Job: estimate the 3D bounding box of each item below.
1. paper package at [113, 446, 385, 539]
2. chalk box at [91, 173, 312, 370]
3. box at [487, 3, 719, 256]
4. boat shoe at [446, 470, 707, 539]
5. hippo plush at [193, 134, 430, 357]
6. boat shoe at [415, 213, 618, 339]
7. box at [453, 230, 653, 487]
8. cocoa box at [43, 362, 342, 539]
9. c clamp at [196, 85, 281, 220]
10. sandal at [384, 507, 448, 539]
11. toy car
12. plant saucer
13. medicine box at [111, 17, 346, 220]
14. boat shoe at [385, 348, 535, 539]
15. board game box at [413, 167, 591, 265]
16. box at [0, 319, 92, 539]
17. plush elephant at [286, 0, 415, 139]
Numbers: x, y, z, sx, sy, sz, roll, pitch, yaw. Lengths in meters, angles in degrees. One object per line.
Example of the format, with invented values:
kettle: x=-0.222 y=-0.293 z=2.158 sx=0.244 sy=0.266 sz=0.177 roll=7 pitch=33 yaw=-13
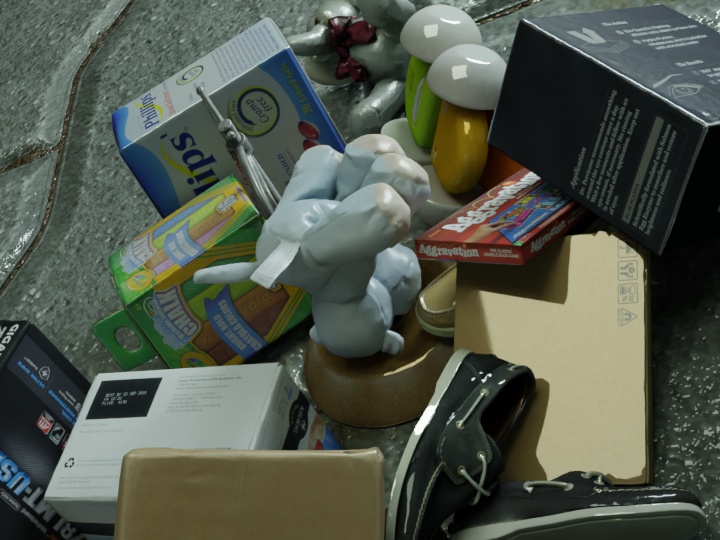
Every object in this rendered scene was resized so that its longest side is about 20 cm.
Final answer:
paper package: x=-0.078 y=0.223 z=0.883 sx=0.187 sy=0.103 sz=0.203 roll=1 pitch=82 yaw=-3
chalk box: x=-0.163 y=0.026 z=1.235 sx=0.199 sy=0.125 sz=0.124 roll=-35 pitch=29 yaw=-3
box: x=0.247 y=-0.125 z=1.049 sx=0.195 sy=0.119 sz=0.200 roll=-14 pitch=40 yaw=-39
boat shoe: x=0.155 y=0.178 z=0.939 sx=0.198 sy=0.074 sz=0.061 roll=-18 pitch=46 yaw=30
hippo plush: x=0.000 y=0.000 z=1.084 sx=0.158 sy=0.162 sz=0.201 roll=1 pitch=43 yaw=41
boat shoe: x=0.134 y=-0.012 z=1.102 sx=0.198 sy=0.077 sz=0.072 roll=-28 pitch=53 yaw=-10
box: x=0.150 y=0.071 z=1.014 sx=0.161 sy=0.021 sz=0.203 roll=-5 pitch=72 yaw=25
cocoa box: x=-0.138 y=0.172 z=1.081 sx=0.197 sy=0.132 sz=0.135 roll=-5 pitch=47 yaw=28
c clamp: x=-0.082 y=-0.067 z=1.225 sx=0.027 sy=0.201 sz=0.172 roll=-31 pitch=44 yaw=1
sandal: x=0.041 y=0.261 z=0.939 sx=0.054 sy=0.081 sz=0.202 roll=-38 pitch=43 yaw=27
toy car: x=0.112 y=-0.151 z=1.243 sx=0.148 sy=0.177 sz=0.201 roll=-2 pitch=36 yaw=-18
plant saucer: x=0.030 y=0.051 z=1.168 sx=0.198 sy=0.036 sz=0.202 roll=-17 pitch=43 yaw=17
medicine box: x=-0.125 y=-0.123 z=1.316 sx=0.198 sy=0.183 sz=0.103 roll=-31 pitch=31 yaw=1
boat shoe: x=0.071 y=0.141 z=0.940 sx=0.067 sy=0.072 sz=0.201 roll=13 pitch=48 yaw=22
board game box: x=0.141 y=-0.052 z=1.074 sx=0.102 sy=0.020 sz=0.199 roll=2 pitch=23 yaw=38
box: x=-0.296 y=0.182 z=1.121 sx=0.049 sy=0.201 sz=0.200 roll=-1 pitch=48 yaw=34
plush elephant: x=-0.008 y=-0.254 z=1.404 sx=0.153 sy=0.167 sz=0.200 roll=12 pitch=27 yaw=24
